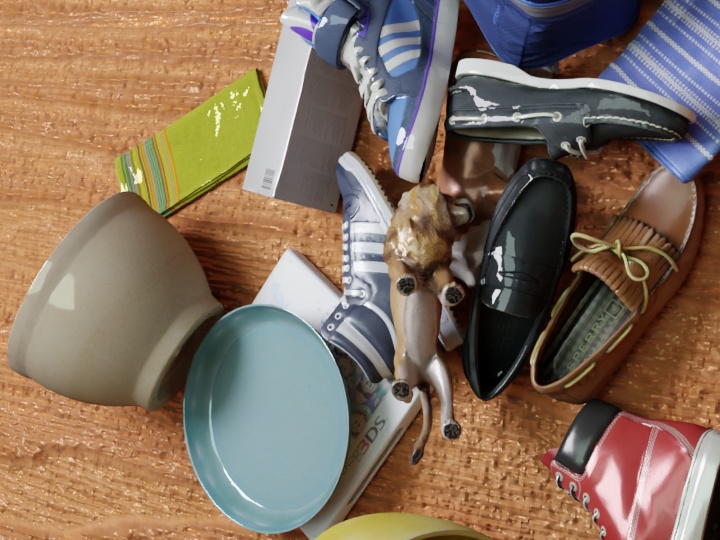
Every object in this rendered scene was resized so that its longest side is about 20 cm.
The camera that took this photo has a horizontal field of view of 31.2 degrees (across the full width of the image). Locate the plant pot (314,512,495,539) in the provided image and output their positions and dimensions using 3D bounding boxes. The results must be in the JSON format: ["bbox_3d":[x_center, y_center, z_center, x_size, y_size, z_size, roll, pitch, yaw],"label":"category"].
[{"bbox_3d":[0.019,0.274,1.021,0.142,0.198,0.202,25,99,60],"label":"plant pot"}]

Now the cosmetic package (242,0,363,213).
[{"bbox_3d":[-0.040,-0.159,1.162,0.050,0.082,0.202,17,93,45],"label":"cosmetic package"}]

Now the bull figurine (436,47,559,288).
[{"bbox_3d":[0.110,-0.088,1.063,0.120,0.065,0.203,-1,85,30],"label":"bull figurine"}]

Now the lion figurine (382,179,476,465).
[{"bbox_3d":[0.047,0.037,1.012,0.072,0.123,0.202,6,108,-6],"label":"lion figurine"}]

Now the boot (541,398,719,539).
[{"bbox_3d":[0.191,0.204,0.968,0.143,0.072,0.202,12,83,35],"label":"boot"}]

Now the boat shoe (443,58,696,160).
[{"bbox_3d":[0.153,-0.112,0.973,0.199,0.075,0.061,15,85,39],"label":"boat shoe"}]

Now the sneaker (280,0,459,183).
[{"bbox_3d":[0.000,-0.167,1.060,0.145,0.081,0.202,11,59,1],"label":"sneaker"}]

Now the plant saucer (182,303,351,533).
[{"bbox_3d":[-0.080,0.131,1.150,0.199,0.027,0.203,0,89,38],"label":"plant saucer"}]

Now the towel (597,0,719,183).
[{"bbox_3d":[0.267,-0.176,0.961,0.201,0.024,0.145,-52,38,17],"label":"towel"}]

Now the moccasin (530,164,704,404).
[{"bbox_3d":[0.192,0.008,0.982,0.074,0.077,0.202,42,103,30],"label":"moccasin"}]

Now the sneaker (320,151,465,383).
[{"bbox_3d":[0.000,0.000,1.106,0.108,0.070,0.201,-31,69,5],"label":"sneaker"}]

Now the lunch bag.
[{"bbox_3d":[0.134,-0.278,1.001,0.135,0.133,0.201,-26,67,-9],"label":"lunch bag"}]

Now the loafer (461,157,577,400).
[{"bbox_3d":[0.123,0.011,0.999,0.067,0.071,0.202,13,120,-2],"label":"loafer"}]

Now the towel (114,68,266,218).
[{"bbox_3d":[-0.167,-0.118,1.284,0.199,0.018,0.087,-28,70,28],"label":"towel"}]

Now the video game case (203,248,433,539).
[{"bbox_3d":[-0.049,0.112,1.170,0.200,0.024,0.183,43,108,31],"label":"video game case"}]

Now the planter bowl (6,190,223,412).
[{"bbox_3d":[-0.212,0.046,1.205,0.134,0.200,0.201,32,103,8],"label":"planter bowl"}]
